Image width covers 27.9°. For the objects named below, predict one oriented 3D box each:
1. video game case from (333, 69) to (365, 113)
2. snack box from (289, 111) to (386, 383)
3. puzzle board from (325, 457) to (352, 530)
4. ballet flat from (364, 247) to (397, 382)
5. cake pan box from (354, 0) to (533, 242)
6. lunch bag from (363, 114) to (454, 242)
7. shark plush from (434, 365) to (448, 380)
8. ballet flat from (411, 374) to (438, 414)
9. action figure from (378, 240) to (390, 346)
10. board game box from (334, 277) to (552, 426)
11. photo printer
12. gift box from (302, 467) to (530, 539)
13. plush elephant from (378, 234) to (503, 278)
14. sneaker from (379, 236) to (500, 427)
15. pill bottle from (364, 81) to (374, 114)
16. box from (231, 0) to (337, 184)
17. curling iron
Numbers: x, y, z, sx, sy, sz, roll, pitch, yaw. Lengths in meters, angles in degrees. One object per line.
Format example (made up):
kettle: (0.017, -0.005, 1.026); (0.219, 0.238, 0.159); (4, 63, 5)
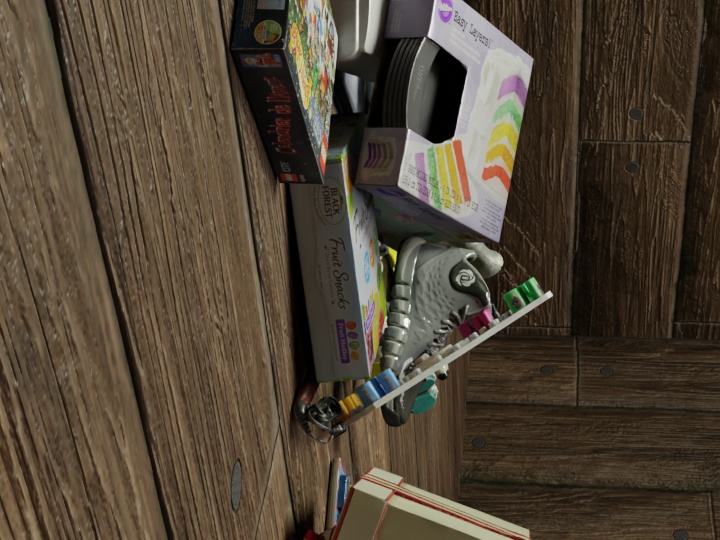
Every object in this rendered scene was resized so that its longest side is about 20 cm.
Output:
video game case: (-0.014, -0.236, 1.441); (0.200, 0.019, 0.143); (60, 32, -75)
snack box: (-0.017, -0.022, 1.265); (0.142, 0.053, 0.200); (-75, 159, -67)
puzzle board: (-0.021, 0.310, 1.482); (0.151, 0.017, 0.200); (76, 18, -64)
ballet flat: (0.023, 0.054, 1.648); (0.067, 0.067, 0.200); (51, 33, -45)
cake pan box: (0.075, -0.136, 1.273); (0.200, 0.052, 0.185); (26, 71, -54)
lunch bag: (0.053, -0.093, 1.456); (0.200, 0.160, 0.077); (87, 11, -72)
shark plush: (0.052, 0.051, 1.789); (0.091, 0.083, 0.200); (45, 38, -53)
ballet flat: (0.065, 0.151, 1.999); (0.200, 0.072, 0.072); (75, 18, -72)
action figure: (0.000, 0.000, 1.467); (0.200, 0.055, 0.118); (74, 21, -54)
board game box: (0.067, 0.081, 1.352); (0.026, 0.200, 0.200); (57, -14, 5)
photo printer: (0.004, -0.255, 1.284); (0.200, 0.069, 0.167); (1, 91, -75)
gift box: (0.031, 0.291, 1.263); (0.185, 0.186, 0.200); (51, 60, -82)
plush elephant: (0.099, -0.091, 1.777); (0.155, 0.164, 0.200); (-34, 104, -51)
sneaker: (0.084, 0.065, 1.486); (0.075, 0.115, 0.201); (61, 36, -76)
pill bottle: (0.062, -0.185, 1.565); (0.200, 0.116, 0.117); (96, -2, -73)
box: (-0.052, -0.169, 1.074); (0.200, 0.038, 0.137); (74, 18, -66)
curling iron: (-0.031, 0.091, 1.305); (0.050, 0.026, 0.200); (48, 21, -19)
